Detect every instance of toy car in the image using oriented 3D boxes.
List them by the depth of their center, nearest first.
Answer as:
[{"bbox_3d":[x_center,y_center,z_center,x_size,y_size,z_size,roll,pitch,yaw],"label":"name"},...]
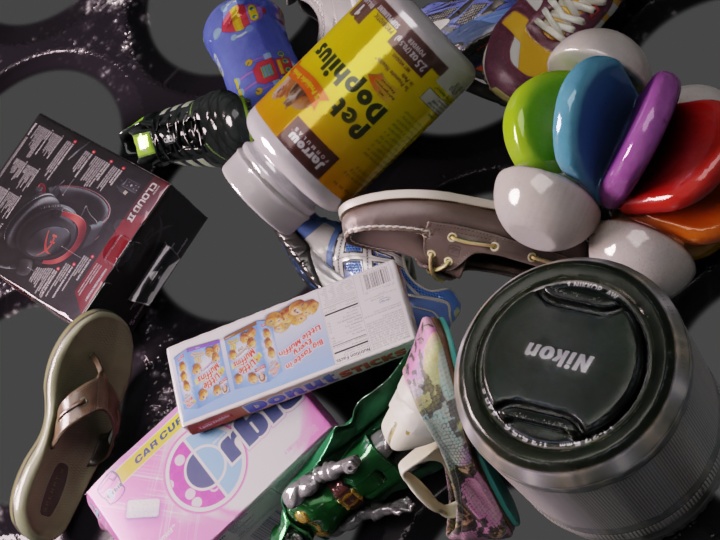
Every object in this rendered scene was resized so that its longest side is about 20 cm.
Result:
[{"bbox_3d":[0.205,-0.086,1.164,0.199,0.150,0.176,29,72,-7],"label":"toy car"}]

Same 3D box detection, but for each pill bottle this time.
[{"bbox_3d":[-0.013,-0.124,1.252,0.200,0.109,0.109,-44,56,8],"label":"pill bottle"}]

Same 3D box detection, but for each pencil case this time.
[{"bbox_3d":[-0.077,-0.149,1.396,0.078,0.087,0.201,-16,59,-12],"label":"pencil case"}]

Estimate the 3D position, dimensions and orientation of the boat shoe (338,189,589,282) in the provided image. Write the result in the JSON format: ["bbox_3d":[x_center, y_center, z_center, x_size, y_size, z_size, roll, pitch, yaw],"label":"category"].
[{"bbox_3d":[0.081,-0.022,1.239,0.199,0.072,0.060,4,73,-5],"label":"boat shoe"}]

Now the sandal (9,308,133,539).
[{"bbox_3d":[-0.231,0.133,1.332,0.057,0.080,0.202,6,78,46],"label":"sandal"}]

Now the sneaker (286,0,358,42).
[{"bbox_3d":[-0.038,-0.274,1.438,0.082,0.075,0.201,-26,59,9],"label":"sneaker"}]

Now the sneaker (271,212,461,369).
[{"bbox_3d":[0.000,0.000,1.301,0.077,0.076,0.200,-43,66,-7],"label":"sneaker"}]

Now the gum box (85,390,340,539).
[{"bbox_3d":[-0.114,0.165,1.270,0.200,0.066,0.114,-44,58,0],"label":"gum box"}]

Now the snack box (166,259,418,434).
[{"bbox_3d":[-0.054,0.060,1.238,0.199,0.024,0.072,-21,62,11],"label":"snack box"}]

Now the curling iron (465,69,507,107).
[{"bbox_3d":[0.125,-0.138,1.288,0.199,0.050,0.026,27,120,11],"label":"curling iron"}]

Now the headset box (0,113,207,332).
[{"bbox_3d":[-0.245,-0.031,1.419,0.200,0.075,0.149,27,80,32],"label":"headset box"}]

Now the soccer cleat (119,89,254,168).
[{"bbox_3d":[-0.148,-0.114,1.364,0.081,0.200,0.068,-16,98,-24],"label":"soccer cleat"}]

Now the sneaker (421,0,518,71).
[{"bbox_3d":[0.058,-0.185,1.364,0.199,0.075,0.079,-20,51,6],"label":"sneaker"}]

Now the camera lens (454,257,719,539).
[{"bbox_3d":[0.164,0.095,1.097,0.159,0.200,0.161,-10,62,20],"label":"camera lens"}]

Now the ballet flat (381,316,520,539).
[{"bbox_3d":[0.057,0.124,1.139,0.071,0.201,0.069,-19,33,4],"label":"ballet flat"}]

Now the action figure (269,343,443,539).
[{"bbox_3d":[0.007,0.152,1.209,0.200,0.118,0.055,-40,30,14],"label":"action figure"}]

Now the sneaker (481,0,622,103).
[{"bbox_3d":[0.167,-0.215,1.269,0.075,0.090,0.200,35,60,1],"label":"sneaker"}]
